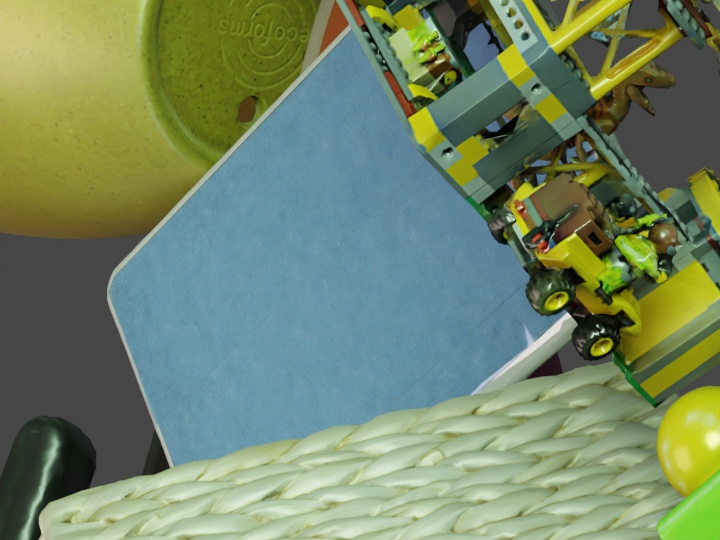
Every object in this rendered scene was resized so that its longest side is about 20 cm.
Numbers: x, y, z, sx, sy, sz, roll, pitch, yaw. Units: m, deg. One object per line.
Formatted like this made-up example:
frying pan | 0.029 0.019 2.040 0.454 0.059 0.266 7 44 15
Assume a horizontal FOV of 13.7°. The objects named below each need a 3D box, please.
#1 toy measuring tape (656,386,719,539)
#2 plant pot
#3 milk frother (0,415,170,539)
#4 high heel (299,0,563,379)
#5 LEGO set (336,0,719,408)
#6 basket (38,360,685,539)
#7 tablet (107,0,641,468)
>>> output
toy measuring tape | 0.131 0.104 0.618 0.200 0.073 0.074 52 162 14
plant pot | -0.069 -0.094 0.991 0.142 0.200 0.201 23 130 50
milk frother | -0.033 0.142 1.076 0.200 0.180 0.189 31 -110 -50
high heel | 0.032 -0.018 0.934 0.067 0.096 0.201 5 90 45
LEGO set | 0.057 -0.082 0.653 0.154 0.116 0.200 46 -166 -41
basket | 0.024 0.156 0.806 0.161 0.199 0.199 -120 19 -55
tablet | 0.000 0.000 0.885 0.200 0.014 0.130 -44 57 34
